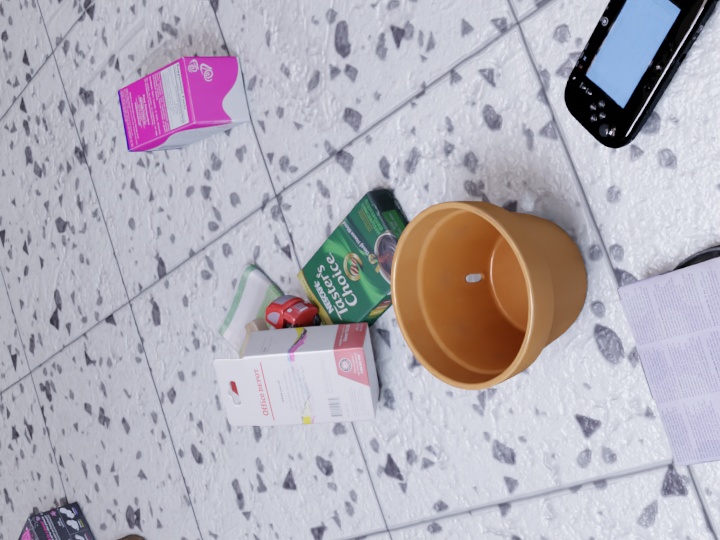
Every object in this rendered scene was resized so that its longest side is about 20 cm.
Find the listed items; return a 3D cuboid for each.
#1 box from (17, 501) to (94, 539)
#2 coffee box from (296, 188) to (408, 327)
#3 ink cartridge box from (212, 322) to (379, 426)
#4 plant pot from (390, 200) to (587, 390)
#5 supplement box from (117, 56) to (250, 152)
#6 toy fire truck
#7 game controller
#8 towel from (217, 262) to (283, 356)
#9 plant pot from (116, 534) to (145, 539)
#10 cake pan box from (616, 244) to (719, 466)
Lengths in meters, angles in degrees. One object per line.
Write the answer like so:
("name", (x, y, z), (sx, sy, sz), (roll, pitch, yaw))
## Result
("box", (-0.643, 0.597, 2.158), (0.132, 0.115, 0.200), (55, 133, 24))
("coffee box", (0.000, 0.000, 1.361), (0.200, 0.044, 0.123), (-46, 66, 44))
("ink cartridge box", (-0.083, 0.139, 1.366), (0.199, 0.068, 0.117), (-4, 118, 9))
("plant pot", (0.151, 0.017, 1.125), (0.200, 0.140, 0.201), (14, 109, 47))
("supplement box", (-0.269, -0.249, 1.565), (0.200, 0.101, 0.104), (-8, 92, 48))
("toy fire truck", (-0.124, 0.111, 1.466), (0.141, 0.049, 0.200), (29, 129, 35))
("game controller", (0.270, -0.221, 1.013), (0.104, 0.042, 0.200), (48, 129, 30))
("towel", (-0.137, 0.104, 1.549), (0.200, 0.031, 0.149), (47, 130, 31))
("plant pot", (-0.475, 0.615, 1.932), (0.200, 0.174, 0.201), (15, 110, 46))
("cake pan box", (0.353, 0.076, 0.980), (0.184, 0.052, 0.200), (-25, 80, 46))
